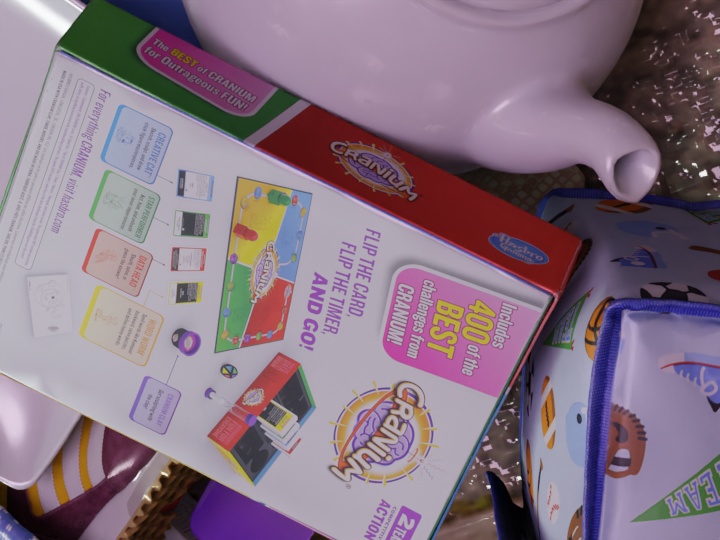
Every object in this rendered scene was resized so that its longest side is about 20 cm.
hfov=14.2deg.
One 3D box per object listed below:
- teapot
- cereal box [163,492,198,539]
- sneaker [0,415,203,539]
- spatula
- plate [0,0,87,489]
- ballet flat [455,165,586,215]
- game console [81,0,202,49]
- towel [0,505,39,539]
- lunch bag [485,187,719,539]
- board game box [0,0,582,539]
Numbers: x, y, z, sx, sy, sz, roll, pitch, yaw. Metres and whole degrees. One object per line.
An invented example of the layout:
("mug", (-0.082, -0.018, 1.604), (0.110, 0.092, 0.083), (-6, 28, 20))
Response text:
("teapot", (0.031, -0.139, 1.065), (0.199, 0.198, 0.146), (27, 158, -13))
("cereal box", (-0.108, 0.167, 1.290), (0.200, 0.039, 0.144), (42, 113, 12))
("sneaker", (-0.105, 0.061, 1.198), (0.090, 0.075, 0.200), (44, 122, 11))
("spatula", (-0.065, 0.157, 1.235), (0.056, 0.021, 0.201), (33, 111, 29))
("plate", (-0.161, -0.041, 1.133), (0.199, 0.032, 0.200), (35, 118, -4))
("ballet flat", (0.000, 0.000, 1.193), (0.199, 0.062, 0.068), (-17, 93, 27))
("game console", (-0.131, -0.137, 1.139), (0.176, 0.031, 0.201), (-7, 114, -9))
("towel", (-0.182, 0.117, 1.245), (0.200, 0.024, 0.145), (39, 145, 20))
("lunch bag", (0.112, 0.085, 1.086), (0.123, 0.170, 0.201), (3, 106, -4))
("board game box", (-0.038, 0.010, 1.070), (0.199, 0.040, 0.154), (27, 127, 2))
